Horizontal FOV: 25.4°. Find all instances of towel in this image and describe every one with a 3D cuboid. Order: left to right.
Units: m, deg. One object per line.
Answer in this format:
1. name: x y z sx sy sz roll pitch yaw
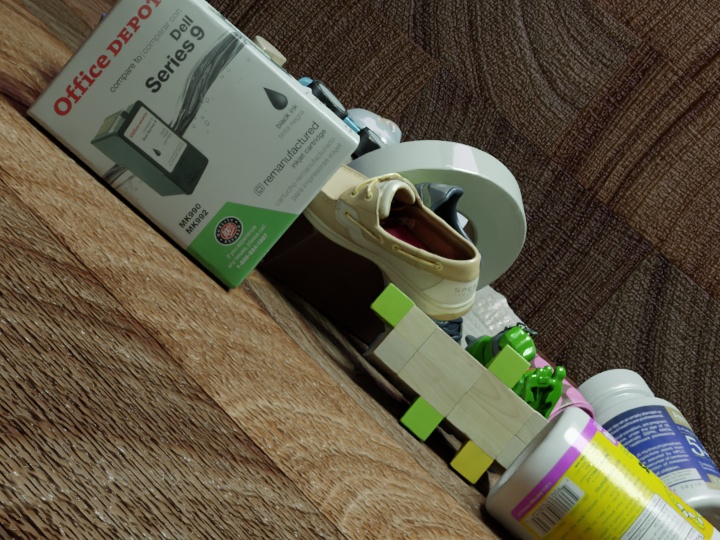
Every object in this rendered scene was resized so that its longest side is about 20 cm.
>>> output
1. towel: 0.070 0.039 1.583 0.132 0.035 0.200 -17 42 -30

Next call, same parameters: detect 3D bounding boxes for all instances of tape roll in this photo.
1. tape roll: 0.053 -0.040 1.491 0.203 0.202 0.037 37 34 -41

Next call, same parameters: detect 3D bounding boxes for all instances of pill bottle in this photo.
1. pill bottle: 0.195 0.200 1.168 0.200 0.104 0.104 42 5 4
2. pill bottle: 0.280 0.195 1.570 0.120 0.120 0.200 37 19 -40

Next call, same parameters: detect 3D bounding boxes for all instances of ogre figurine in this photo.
1. ogre figurine: 0.143 0.128 1.411 0.200 0.098 0.120 48 -9 -28

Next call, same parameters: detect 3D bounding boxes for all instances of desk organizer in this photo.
1. desk organizer: 0.000 0.000 1.445 0.200 0.077 0.072 37 33 -40

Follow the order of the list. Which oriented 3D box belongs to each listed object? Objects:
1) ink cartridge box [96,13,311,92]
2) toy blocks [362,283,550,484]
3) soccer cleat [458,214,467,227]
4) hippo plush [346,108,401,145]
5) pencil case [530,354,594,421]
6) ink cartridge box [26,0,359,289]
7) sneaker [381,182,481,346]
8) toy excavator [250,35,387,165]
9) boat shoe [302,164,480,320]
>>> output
1. ink cartridge box: -0.139 -0.146 1.386 0.199 0.044 0.094 17 43 -20
2. toy blocks: 0.075 0.099 1.301 0.200 0.100 0.137 41 -7 -1
3. soccer cleat: 0.086 -0.037 1.612 0.068 0.073 0.200 18 -2 46
4. hippo plush: -0.022 -0.086 1.679 0.161 0.159 0.201 104 -23 -85
5. pencil case: 0.138 0.116 1.597 0.091 0.094 0.200 -17 43 -29
6. ink cartridge box: -0.121 -0.107 1.175 0.200 0.146 0.084 40 6 -5
7. sneaker: 0.065 0.017 1.379 0.074 0.081 0.201 -16 94 -50
8. toy excavator: -0.057 -0.145 1.585 0.194 0.100 0.200 44 10 -5
9. boat shoe: 0.023 -0.045 1.318 0.200 0.069 0.074 39 44 20
